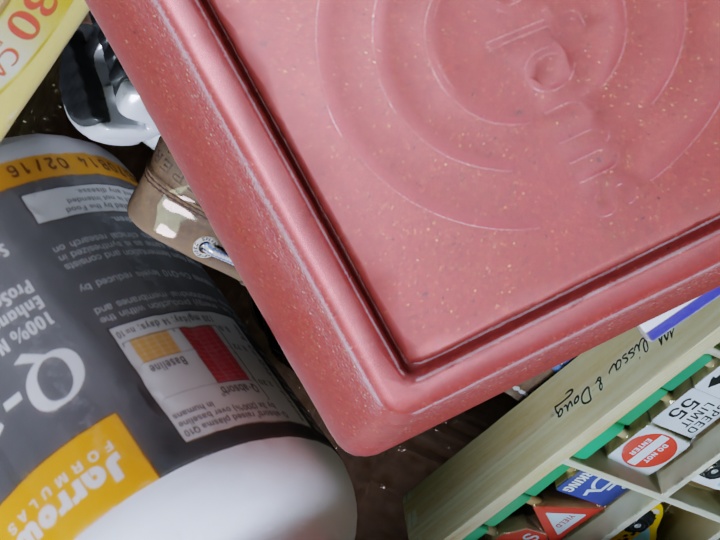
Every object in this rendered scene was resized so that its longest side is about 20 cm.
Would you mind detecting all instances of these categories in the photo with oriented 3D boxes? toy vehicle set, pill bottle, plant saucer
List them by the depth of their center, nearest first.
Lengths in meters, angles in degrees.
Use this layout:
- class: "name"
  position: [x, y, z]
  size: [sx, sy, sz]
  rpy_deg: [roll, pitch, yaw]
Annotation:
- class: "plant saucer"
  position: [0.042, -0.064, 0.588]
  size: [0.200, 0.037, 0.200]
  rpy_deg: [-27, 111, 5]
- class: "pill bottle"
  position: [-0.072, 0.062, 0.688]
  size: [0.200, 0.116, 0.116]
  rpy_deg: [52, 132, 31]
- class: "toy vehicle set"
  position: [0.123, 0.049, 0.730]
  size: [0.124, 0.027, 0.200]
  rpy_deg: [22, 131, -34]

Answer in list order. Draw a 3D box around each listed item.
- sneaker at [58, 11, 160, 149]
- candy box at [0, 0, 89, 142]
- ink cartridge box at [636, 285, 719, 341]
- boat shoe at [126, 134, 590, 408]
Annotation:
- class: "sneaker"
  position: [-0.002, -0.102, 0.684]
  size: [0.081, 0.075, 0.200]
  rpy_deg: [28, 123, -36]
- class: "candy box"
  position: [-0.101, -0.139, 0.628]
  size: [0.117, 0.056, 0.200]
  rpy_deg: [33, 99, -18]
- class: "ink cartridge box"
  position: [0.059, -0.084, 0.618]
  size: [0.095, 0.037, 0.200]
  rpy_deg: [-35, 108, 8]
- class: "boat shoe"
  position: [0.000, 0.000, 0.699]
  size: [0.072, 0.072, 0.200]
  rpy_deg: [-45, 134, 5]
